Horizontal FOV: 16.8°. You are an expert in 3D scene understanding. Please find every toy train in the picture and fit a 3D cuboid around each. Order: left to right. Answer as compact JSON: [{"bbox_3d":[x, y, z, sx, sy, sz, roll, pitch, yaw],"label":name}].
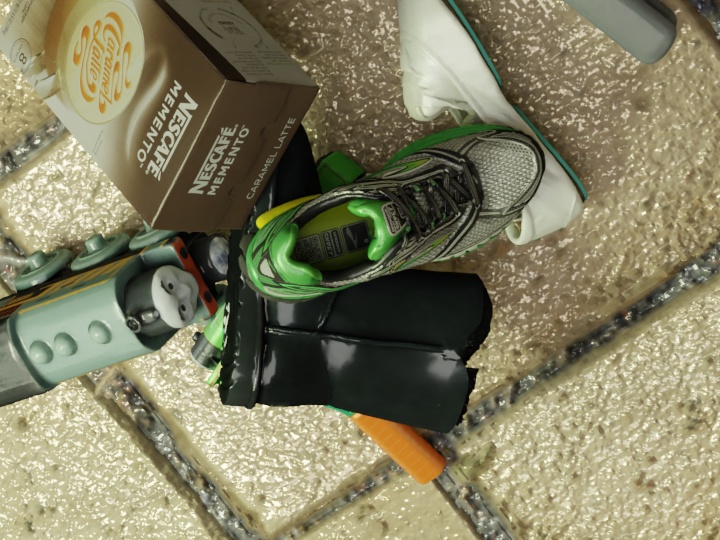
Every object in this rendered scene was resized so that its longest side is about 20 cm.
[{"bbox_3d":[-0.176,0.028,1.620,0.199,0.114,0.085,-17,110,33],"label":"toy train"},{"bbox_3d":[-0.053,0.005,1.642,0.056,0.042,0.200,38,114,5],"label":"toy train"}]

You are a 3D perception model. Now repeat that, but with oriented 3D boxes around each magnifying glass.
[{"bbox_3d":[-0.014,0.076,1.647,0.079,0.022,0.200,-37,115,17],"label":"magnifying glass"}]

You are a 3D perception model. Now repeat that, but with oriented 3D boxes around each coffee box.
[{"bbox_3d":[-0.130,-0.129,1.521,0.200,0.079,0.115,47,120,33],"label":"coffee box"}]

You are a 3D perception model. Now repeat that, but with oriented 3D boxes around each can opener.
[{"bbox_3d":[0.122,-0.209,1.512,0.200,0.053,0.066,42,113,-8],"label":"can opener"}]

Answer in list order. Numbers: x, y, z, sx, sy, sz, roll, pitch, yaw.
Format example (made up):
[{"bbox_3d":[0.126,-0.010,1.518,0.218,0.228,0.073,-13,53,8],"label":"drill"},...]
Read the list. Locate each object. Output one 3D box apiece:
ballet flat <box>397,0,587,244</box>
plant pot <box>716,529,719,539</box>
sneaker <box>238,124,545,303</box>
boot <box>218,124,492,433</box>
[{"bbox_3d":[0.069,-0.099,1.554,0.069,0.070,0.200,-31,106,21],"label":"ballet flat"},{"bbox_3d":[0.316,0.218,1.586,0.177,0.200,0.201,19,115,14],"label":"plant pot"},{"bbox_3d":[0.027,-0.030,1.491,0.199,0.085,0.078,-25,97,-13],"label":"sneaker"},{"bbox_3d":[0.000,0.000,1.567,0.167,0.076,0.201,5,90,-14],"label":"boot"}]
